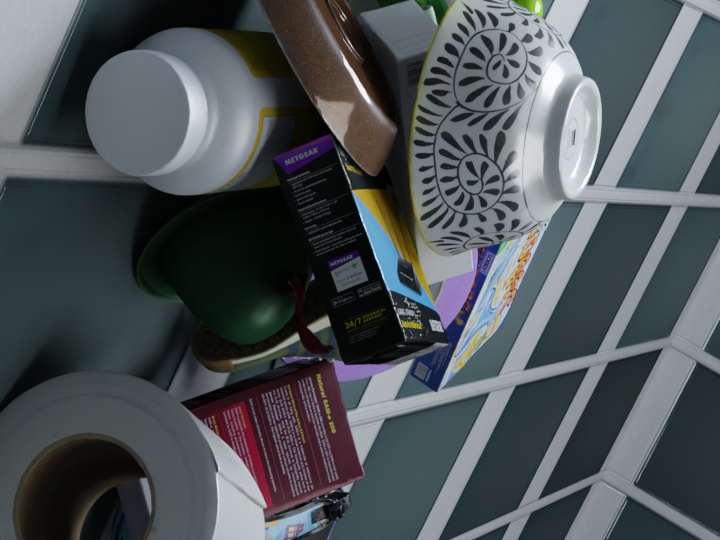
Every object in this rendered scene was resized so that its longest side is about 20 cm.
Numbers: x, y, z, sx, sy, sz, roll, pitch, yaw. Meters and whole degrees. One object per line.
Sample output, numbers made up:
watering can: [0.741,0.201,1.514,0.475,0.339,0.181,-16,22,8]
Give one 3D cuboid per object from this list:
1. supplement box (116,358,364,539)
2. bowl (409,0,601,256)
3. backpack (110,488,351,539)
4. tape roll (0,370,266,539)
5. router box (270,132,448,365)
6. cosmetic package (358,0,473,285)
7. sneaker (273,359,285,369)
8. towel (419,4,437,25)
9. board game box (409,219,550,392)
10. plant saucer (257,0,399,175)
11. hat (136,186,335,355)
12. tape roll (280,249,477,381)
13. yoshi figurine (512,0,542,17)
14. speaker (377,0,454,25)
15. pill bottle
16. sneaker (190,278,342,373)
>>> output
supplement box: [-0.104,0.152,1.582,0.199,0.061,0.110,-18,96,-28]
bowl: [0.118,-0.103,1.391,0.201,0.093,0.203,-37,132,-57]
backpack: [-0.136,0.232,1.687,0.199,0.135,0.184,7,113,-35]
tape roll: [-0.182,0.188,1.407,0.204,0.202,0.139,-57,160,-9]
router box: [0.003,-0.010,1.356,0.051,0.150,0.200,-21,174,9]
cosmetic package: [0.044,-0.096,1.451,0.050,0.083,0.201,-18,127,-15]
sneaker: [-0.026,0.073,1.813,0.073,0.084,0.201,-39,153,-50]
towel: [0.013,-0.101,1.510,0.023,0.151,0.201,-102,171,-55]
board game box: [0.120,0.005,1.785,0.135,0.034,0.201,-42,159,-46]
plant saucer: [-0.024,-0.162,1.329,0.034,0.202,0.200,-28,165,12]
hat: [-0.069,0.045,1.438,0.165,0.177,0.200,-32,154,17]
tape roll: [0.000,0.000,1.659,0.199,0.066,0.201,-17,135,-17]
yoshi figurine: [0.085,-0.143,1.547,0.113,0.111,0.201,-100,-157,-43]
speaker: [0.049,-0.237,1.555,0.089,0.088,0.200,-58,160,-6]
pill bottle: [-0.103,-0.110,1.314,0.200,0.112,0.113,-11,128,-65]
sneaker: [-0.034,0.052,1.570,0.090,0.199,0.068,48,27,-43]
